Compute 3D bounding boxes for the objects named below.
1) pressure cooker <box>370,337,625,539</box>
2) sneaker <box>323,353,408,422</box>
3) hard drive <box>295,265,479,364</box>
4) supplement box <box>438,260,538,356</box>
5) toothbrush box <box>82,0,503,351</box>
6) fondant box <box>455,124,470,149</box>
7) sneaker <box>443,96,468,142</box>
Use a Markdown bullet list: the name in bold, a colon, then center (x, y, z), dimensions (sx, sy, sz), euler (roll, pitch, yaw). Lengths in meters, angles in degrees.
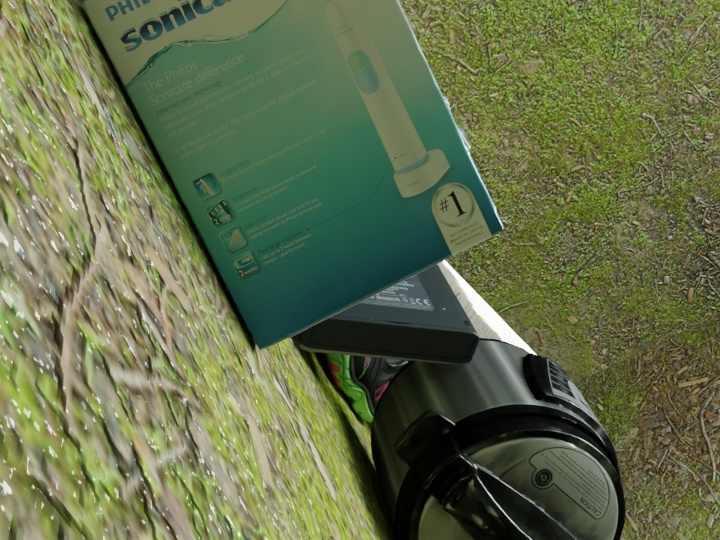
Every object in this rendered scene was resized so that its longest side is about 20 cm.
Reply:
- **pressure cooker**: center (0.105, 0.165, 0.741), dimensions (0.200, 0.175, 0.179), euler (-111, -159, -69)
- **sneaker**: center (0.019, 0.083, 0.879), dimensions (0.200, 0.084, 0.077), euler (61, 3, -69)
- **hard drive**: center (0.000, 0.000, 0.791), dimensions (0.200, 0.139, 0.033), euler (-114, -144, -55)
- **supplement box**: center (0.083, 0.066, 1.022), dimensions (0.200, 0.074, 0.126), euler (45, -25, -12)
- **toothbrush box**: center (-0.034, -0.082, 0.528), dimensions (0.201, 0.146, 0.085), euler (63, 1, -8)
- **fondant box**: center (0.014, -0.133, 0.741), dimensions (0.145, 0.058, 0.200), euler (56, 2, -3)
- **sneaker**: center (0.054, -0.138, 0.936), dimensions (0.200, 0.077, 0.086), euler (-159, -104, -76)
